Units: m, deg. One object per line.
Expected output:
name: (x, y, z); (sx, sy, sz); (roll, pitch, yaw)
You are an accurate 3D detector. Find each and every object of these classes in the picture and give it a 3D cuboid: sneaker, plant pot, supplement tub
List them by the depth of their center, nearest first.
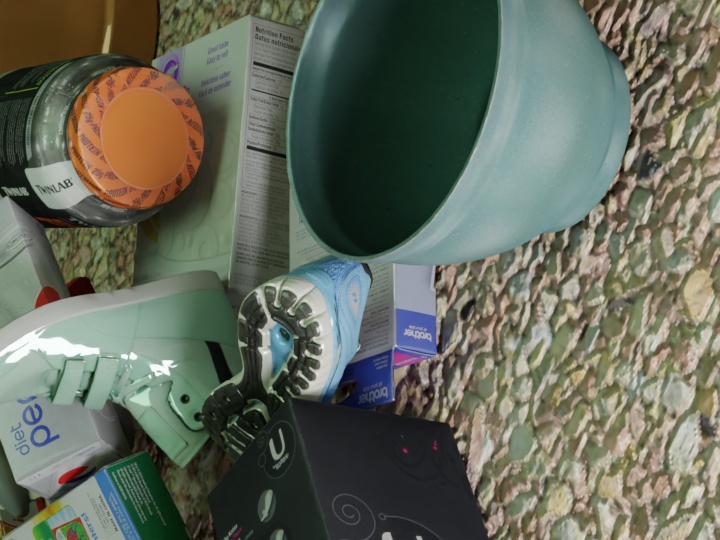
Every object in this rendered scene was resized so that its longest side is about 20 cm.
plant pot: (0.067, -0.091, 1.142); (0.200, 0.134, 0.201); (-23, 61, 50)
sneaker: (-0.033, 0.063, 1.237); (0.078, 0.090, 0.200); (41, 141, 13)
sneaker: (-0.159, 0.078, 1.300); (0.118, 0.200, 0.074); (63, 154, 19)
supplement tub: (-0.200, -0.091, 1.445); (0.200, 0.122, 0.123); (1, 81, 58)
plant pot: (-0.279, -0.188, 1.678); (0.200, 0.140, 0.201); (-23, 62, 52)

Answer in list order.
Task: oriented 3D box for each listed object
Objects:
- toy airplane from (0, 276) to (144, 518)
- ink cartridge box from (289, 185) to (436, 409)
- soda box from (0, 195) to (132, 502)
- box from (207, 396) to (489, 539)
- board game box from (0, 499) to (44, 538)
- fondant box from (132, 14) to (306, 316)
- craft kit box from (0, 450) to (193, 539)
toy airplane: (-0.220, 0.124, 1.488); (0.199, 0.141, 0.200); (41, 113, 52)
ink cartridge box: (0.000, 0.000, 1.296); (0.119, 0.042, 0.201); (-23, 60, 50)
soda box: (-0.228, 0.053, 1.390); (0.068, 0.063, 0.200); (-27, 66, 6)
box: (0.005, 0.186, 1.153); (0.106, 0.122, 0.200); (-51, 42, 34)
board game box: (-0.299, 0.273, 1.642); (0.152, 0.046, 0.200); (-56, 39, 30)
fondant box: (-0.102, -0.068, 1.453); (0.144, 0.058, 0.201); (-14, 67, 54)
craft kit box: (-0.164, 0.249, 1.379); (0.197, 0.048, 0.200); (-33, 81, 43)
